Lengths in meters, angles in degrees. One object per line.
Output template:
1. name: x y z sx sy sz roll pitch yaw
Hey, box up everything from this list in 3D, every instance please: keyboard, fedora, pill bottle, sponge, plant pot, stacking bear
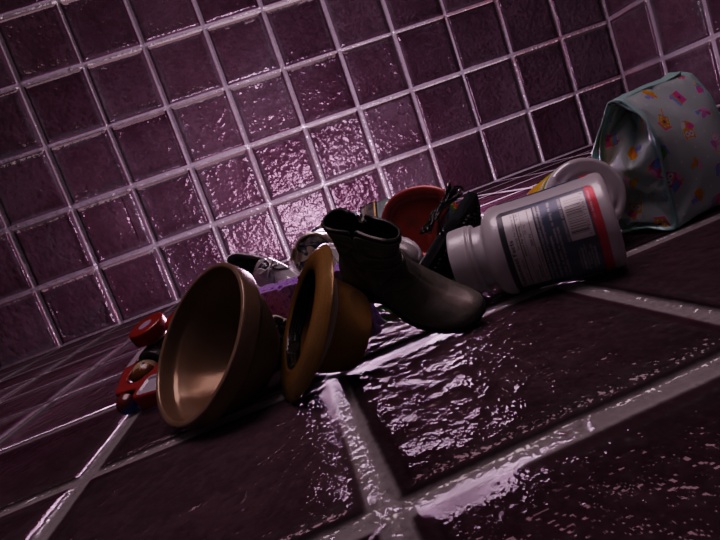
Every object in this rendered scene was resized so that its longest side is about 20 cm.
1. keyboard: 0.122 -0.042 0.732 0.020 0.128 0.200 8 49 37
2. fedora: -0.038 0.065 0.620 0.081 0.203 0.200 14 -1 -15
3. pill bottle: 0.219 -0.037 0.665 0.198 0.121 0.120 -17 8 23
4. sponge: -0.075 0.060 0.768 0.199 0.112 0.030 -16 22 30
5. plant pot: -0.167 0.100 0.653 0.200 0.203 0.092 -13 -29 44
6. stacking bear: 0.127 -0.083 0.896 0.113 0.123 0.200 14 11 27
7. pill bottle: 0.313 -0.095 0.803 0.110 0.112 0.200 -20 -4 2

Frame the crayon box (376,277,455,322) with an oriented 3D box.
1. crayon box: 0.104 0.017 0.842 0.199 0.051 0.127 -23 9 -14

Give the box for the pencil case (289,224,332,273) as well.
1. pencil case: -0.073 -0.038 0.941 0.088 0.079 0.200 -1 9 3

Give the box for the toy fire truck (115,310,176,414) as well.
1. toy fire truck: -0.312 0.151 0.832 0.199 0.113 0.168 -18 27 23

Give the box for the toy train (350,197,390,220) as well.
1. toy train: 0.045 -0.045 0.973 0.113 0.200 0.086 -19 43 19

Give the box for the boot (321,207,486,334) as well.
1. boot: 0.047 0.000 0.607 0.199 0.131 0.068 17 60 24

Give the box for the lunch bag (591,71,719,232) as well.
1. lunch bag: 0.440 -0.175 0.757 0.169 0.202 0.122 -24 9 -21

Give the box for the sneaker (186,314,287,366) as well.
1. sneaker: -0.172 0.086 0.763 0.198 0.078 0.085 9 9 0

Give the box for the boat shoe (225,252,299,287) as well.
1. boat shoe: -0.149 0.010 0.847 0.199 0.069 0.072 20 58 43

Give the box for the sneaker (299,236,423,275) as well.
1. sneaker: 0.000 0.000 0.768 0.198 0.075 0.082 -6 24 32
